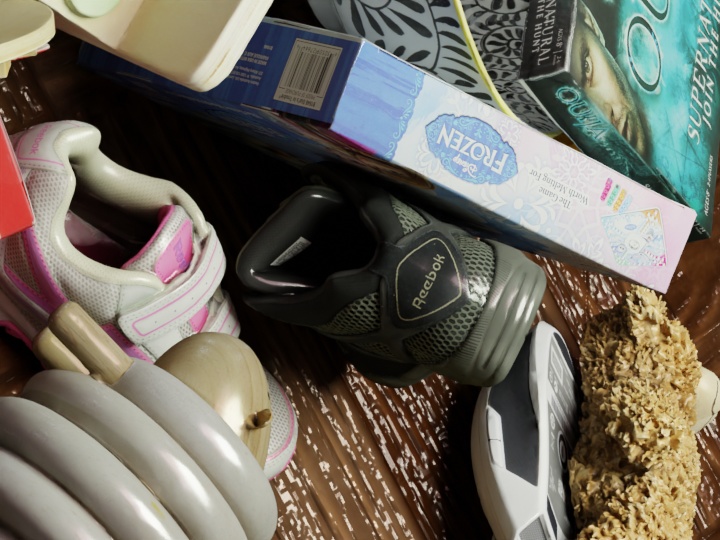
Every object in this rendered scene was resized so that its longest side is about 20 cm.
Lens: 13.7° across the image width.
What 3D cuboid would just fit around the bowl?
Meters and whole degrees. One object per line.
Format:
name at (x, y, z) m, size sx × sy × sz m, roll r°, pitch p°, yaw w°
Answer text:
bowl at (0.028, -0.152, 1.323) m, size 0.201 × 0.094 × 0.202 m, roll -7°, pitch 90°, yaw -66°

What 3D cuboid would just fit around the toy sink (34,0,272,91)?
toy sink at (-0.117, -0.171, 1.169) m, size 0.112 × 0.200 × 0.131 m, roll 32°, pitch 87°, yaw -42°

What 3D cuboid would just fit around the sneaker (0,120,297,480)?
sneaker at (-0.091, 0.016, 1.226) m, size 0.200 × 0.088 × 0.082 m, roll 43°, pitch 46°, yaw -24°

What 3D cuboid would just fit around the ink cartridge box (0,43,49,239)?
ink cartridge box at (-0.205, -0.020, 1.099) m, size 0.200 × 0.116 × 0.068 m, roll -27°, pitch 101°, yaw -48°

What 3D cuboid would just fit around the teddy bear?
teddy bear at (0.135, 0.104, 1.398) m, size 0.200 × 0.066 × 0.146 m, roll -73°, pitch 155°, yaw -55°

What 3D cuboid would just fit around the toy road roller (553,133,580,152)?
toy road roller at (0.086, -0.131, 1.454) m, size 0.146 × 0.123 × 0.200 m, roll -40°, pitch 102°, yaw -46°

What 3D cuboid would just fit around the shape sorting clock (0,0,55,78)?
shape sorting clock at (-0.209, -0.078, 1.077) m, size 0.200 × 0.199 × 0.039 m, roll -26°, pitch 113°, yaw -49°

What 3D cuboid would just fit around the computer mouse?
computer mouse at (0.073, 0.116, 1.376) m, size 0.110 × 0.044 × 0.201 m, roll 61°, pitch 26°, yaw -49°

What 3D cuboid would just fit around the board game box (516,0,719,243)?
board game box at (0.125, -0.130, 1.357) m, size 0.135 × 0.028 × 0.201 m, roll 43°, pitch 44°, yaw -42°

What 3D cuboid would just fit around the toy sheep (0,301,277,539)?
toy sheep at (-0.108, 0.100, 1.145) m, size 0.200 × 0.138 × 0.138 m, roll -46°, pitch 108°, yaw -17°

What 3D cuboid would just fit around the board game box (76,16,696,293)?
board game box at (0.009, -0.058, 1.290) m, size 0.199 × 0.200 × 0.044 m, roll 23°, pitch 87°, yaw -37°

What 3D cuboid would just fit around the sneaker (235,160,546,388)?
sneaker at (0.000, 0.000, 1.278) m, size 0.114 × 0.199 × 0.076 m, roll 28°, pitch 86°, yaw -11°
